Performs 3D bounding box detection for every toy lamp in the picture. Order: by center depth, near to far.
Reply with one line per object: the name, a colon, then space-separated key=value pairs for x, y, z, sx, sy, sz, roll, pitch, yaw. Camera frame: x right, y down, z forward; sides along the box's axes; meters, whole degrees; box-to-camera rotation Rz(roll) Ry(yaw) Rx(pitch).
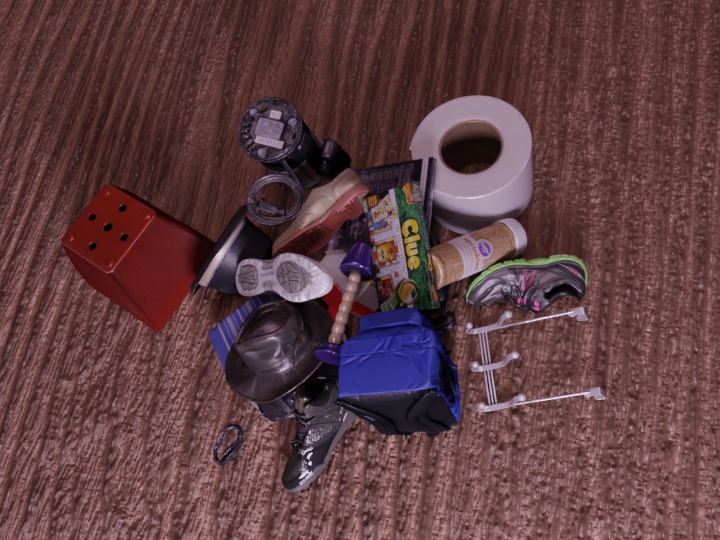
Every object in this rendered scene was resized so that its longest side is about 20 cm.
toy lamp: x=-0.021 y=0.047 z=1.163 sx=0.058 sy=0.058 sz=0.200 roll=7 pitch=60 yaw=17

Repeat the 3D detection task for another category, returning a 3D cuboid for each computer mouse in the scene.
computer mouse: x=-0.164 y=0.242 z=1.206 sx=0.200 sy=0.034 sz=0.059 roll=-42 pitch=80 yaw=0
computer mouse: x=0.104 y=0.026 z=1.255 sx=0.138 sy=0.053 sz=0.200 roll=-15 pitch=63 yaw=31

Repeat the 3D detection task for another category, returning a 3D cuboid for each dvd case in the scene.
dvd case: x=0.031 y=-0.107 z=1.230 sx=0.200 sy=0.016 sz=0.149 roll=-5 pitch=69 yaw=35

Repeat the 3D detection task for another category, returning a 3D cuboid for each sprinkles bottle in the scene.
sprinkles bottle: x=0.182 y=-0.028 z=1.202 sx=0.200 sy=0.068 sz=0.068 roll=-21 pitch=58 yaw=-32

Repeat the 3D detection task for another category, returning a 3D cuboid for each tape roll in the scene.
tape roll: x=0.197 y=-0.180 z=1.276 sx=0.203 sy=0.139 sz=0.203 roll=-6 pitch=66 yaw=13

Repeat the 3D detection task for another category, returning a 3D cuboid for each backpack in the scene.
backpack: x=0.075 y=0.162 z=1.125 sx=0.162 sy=0.200 sz=0.168 roll=-4 pitch=57 yaw=22

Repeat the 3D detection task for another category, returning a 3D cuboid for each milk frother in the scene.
milk frother: x=-0.135 y=-0.176 z=1.334 sx=0.180 sy=0.188 sz=0.200 roll=34 pitch=90 yaw=16

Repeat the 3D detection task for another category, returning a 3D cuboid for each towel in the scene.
towel: x=-0.161 y=0.102 z=1.262 sx=0.200 sy=0.024 sz=0.145 roll=-37 pitch=53 yaw=4

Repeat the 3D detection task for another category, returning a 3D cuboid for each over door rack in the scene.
over door rack: x=0.272 y=0.136 z=1.159 sx=0.200 sy=0.067 sz=0.148 roll=-9 pitch=66 yaw=11

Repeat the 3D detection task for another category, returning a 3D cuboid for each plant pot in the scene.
plant pot: x=-0.419 y=-0.041 z=1.353 sx=0.200 sy=0.176 sz=0.200 roll=29 pitch=77 yaw=24

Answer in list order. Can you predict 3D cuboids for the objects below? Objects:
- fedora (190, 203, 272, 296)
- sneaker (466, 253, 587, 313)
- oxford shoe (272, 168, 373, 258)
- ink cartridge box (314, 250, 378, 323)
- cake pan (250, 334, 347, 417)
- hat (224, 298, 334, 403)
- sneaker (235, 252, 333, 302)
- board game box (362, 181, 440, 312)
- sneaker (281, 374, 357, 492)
fedora: x=-0.219 y=-0.019 z=1.314 sx=0.092 sy=0.201 sz=0.201 roll=32 pitch=76 yaw=-7
sneaker: x=0.271 y=0.029 z=1.201 sx=0.200 sy=0.077 sz=0.084 roll=-12 pitch=61 yaw=10
oxford shoe: x=-0.073 y=-0.092 z=1.242 sx=0.200 sy=0.071 sz=0.074 roll=-35 pitch=62 yaw=7
ink cartridge box: x=0.000 y=0.000 z=1.262 sx=0.200 sy=0.067 sz=0.116 roll=-51 pitch=52 yaw=6
cake pan: x=-0.113 y=0.156 z=1.265 sx=0.200 sy=0.037 sz=0.200 roll=-5 pitch=66 yaw=12
hat: x=-0.145 y=0.108 z=1.175 sx=0.200 sy=0.081 sz=0.201 roll=-14 pitch=51 yaw=18
sneaker: x=-0.110 y=0.008 z=1.212 sx=0.200 sy=0.099 sz=0.078 roll=5 pitch=95 yaw=40
board game box: x=0.062 y=-0.030 z=1.155 sx=0.105 sy=0.023 sz=0.200 roll=-17 pitch=77 yaw=35
sneaker: x=-0.086 y=0.248 z=1.162 sx=0.199 sy=0.114 sz=0.076 roll=-56 pitch=31 yaw=1
